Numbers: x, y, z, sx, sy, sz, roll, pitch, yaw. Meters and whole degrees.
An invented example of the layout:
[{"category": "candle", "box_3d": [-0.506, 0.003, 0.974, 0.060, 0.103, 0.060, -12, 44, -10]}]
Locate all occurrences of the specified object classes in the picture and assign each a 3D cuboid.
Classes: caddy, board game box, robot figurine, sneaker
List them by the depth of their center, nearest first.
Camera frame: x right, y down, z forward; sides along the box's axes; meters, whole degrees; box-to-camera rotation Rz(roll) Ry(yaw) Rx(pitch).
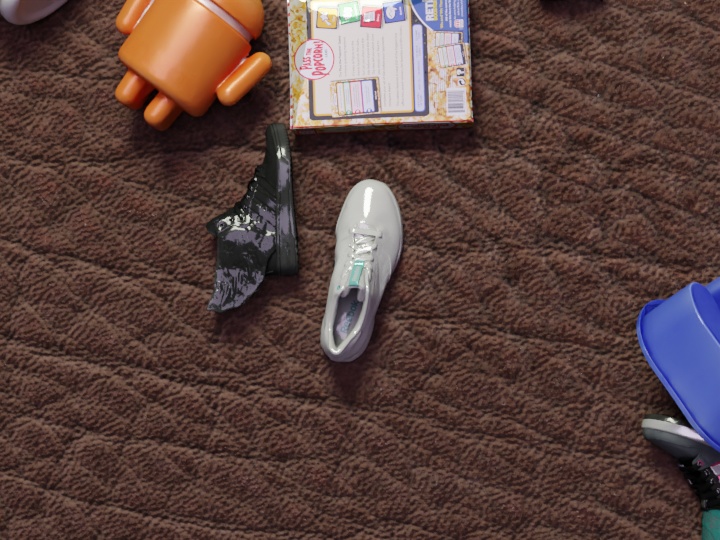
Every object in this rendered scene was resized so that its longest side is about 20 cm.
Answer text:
[{"category": "caddy", "box_3d": [0.368, 0.101, 1.302, 0.105, 0.141, 0.200, -50, 62, 39]}, {"category": "sneaker", "box_3d": [0.370, 0.239, 1.337, 0.199, 0.084, 0.121, 25, 80, 3]}, {"category": "sneaker", "box_3d": [0.000, 0.000, 1.363, 0.075, 0.088, 0.201, 10, 88, 5]}, {"category": "robot figurine", "box_3d": [-0.179, -0.246, 1.372, 0.144, 0.117, 0.200, 35, 90, 39]}, {"category": "sneaker", "box_3d": [-0.122, -0.057, 1.386, 0.104, 0.060, 0.201, -4, 91, -1]}, {"category": "board game box", "box_3d": [0.021, -0.229, 1.392, 0.199, 0.046, 0.152, -1, 88, 3]}]

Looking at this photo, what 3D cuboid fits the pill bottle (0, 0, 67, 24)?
[{"category": "pill bottle", "box_3d": [-0.398, -0.377, 1.389, 0.116, 0.116, 0.200, -40, 86, 1]}]
